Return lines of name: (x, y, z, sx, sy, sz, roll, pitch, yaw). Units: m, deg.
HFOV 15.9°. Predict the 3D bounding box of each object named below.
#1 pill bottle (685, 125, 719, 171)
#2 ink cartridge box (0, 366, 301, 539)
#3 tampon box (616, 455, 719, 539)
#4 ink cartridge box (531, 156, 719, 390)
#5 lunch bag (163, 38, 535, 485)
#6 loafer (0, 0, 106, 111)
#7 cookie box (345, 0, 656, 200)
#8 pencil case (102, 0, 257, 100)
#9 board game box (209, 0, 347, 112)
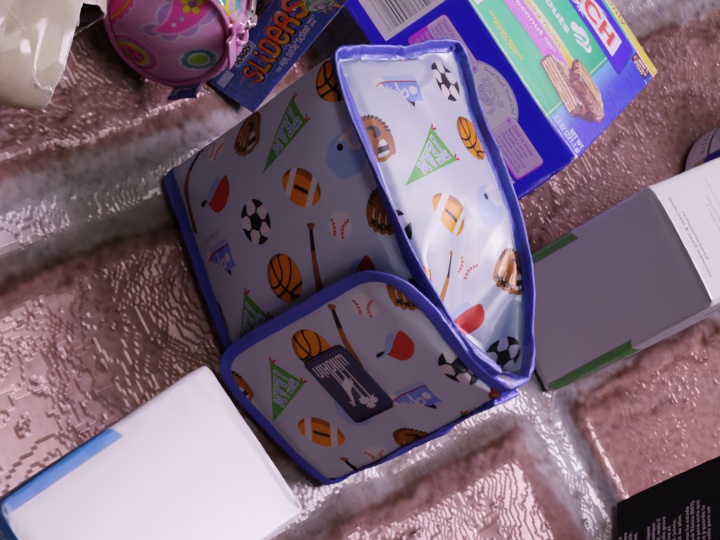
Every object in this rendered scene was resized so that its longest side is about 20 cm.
pill bottle: (0.327, -0.078, 1.731, 0.119, 0.200, 0.120, 22, 54, -34)
ink cartridge box: (-0.145, 0.142, 1.156, 0.085, 0.200, 0.146, 56, 42, -1)
tampon box: (0.273, 0.184, 1.535, 0.149, 0.200, 0.127, 27, 51, -33)
ink cartridge box: (0.204, -0.012, 1.617, 0.200, 0.146, 0.085, -22, 83, -48)
lunch bag: (0.000, 0.000, 1.395, 0.123, 0.170, 0.201, -10, 76, -43)
loafer: (-0.167, -0.162, 1.399, 0.068, 0.076, 0.201, 40, 55, -22)
cookie box: (0.090, -0.149, 1.604, 0.172, 0.075, 0.200, 55, 28, -5)
pencil case: (-0.082, -0.193, 1.481, 0.087, 0.087, 0.201, 39, 43, -21)
board game box: (-0.013, -0.201, 1.516, 0.034, 0.135, 0.201, 33, 47, -10)
